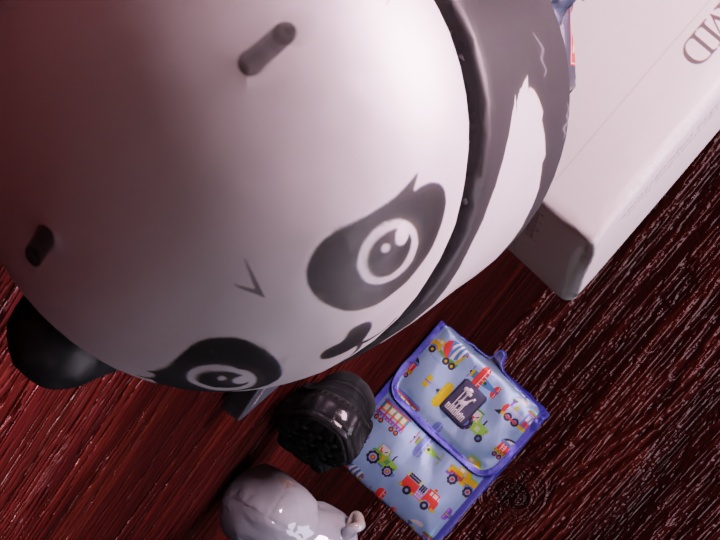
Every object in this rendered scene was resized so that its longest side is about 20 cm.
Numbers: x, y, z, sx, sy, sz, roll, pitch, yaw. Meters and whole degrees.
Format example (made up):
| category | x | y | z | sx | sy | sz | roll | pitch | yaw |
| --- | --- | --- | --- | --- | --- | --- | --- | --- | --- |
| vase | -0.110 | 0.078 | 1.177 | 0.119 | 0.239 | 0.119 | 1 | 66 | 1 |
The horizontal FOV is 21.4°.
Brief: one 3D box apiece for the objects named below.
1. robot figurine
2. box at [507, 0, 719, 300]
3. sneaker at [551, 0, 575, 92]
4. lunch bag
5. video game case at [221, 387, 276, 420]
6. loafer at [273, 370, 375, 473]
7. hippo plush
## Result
| category | x | y | z | sx | sy | sz | roll | pitch | yaw |
| --- | --- | --- | --- | --- | --- | --- | --- | --- | --- |
| robot figurine | -0.015 | -0.039 | 0.482 | 0.200 | 0.124 | 0.151 | -29 | 127 | -70 |
| box | 0.115 | -0.110 | 0.873 | 0.199 | 0.131 | 0.200 | -49 | 173 | -4 |
| sneaker | 0.066 | -0.116 | 0.735 | 0.200 | 0.084 | 0.075 | -51 | 172 | 8 |
| lunch bag | 0.092 | 0.162 | 2.004 | 0.200 | 0.150 | 0.094 | -51 | 172 | 11 |
| video game case | 0.000 | 0.000 | 1.184 | 0.200 | 0.019 | 0.143 | -39 | 168 | -50 |
| loafer | -0.023 | 0.104 | 1.397 | 0.071 | 0.068 | 0.201 | -56 | 179 | -10 |
| hippo plush | -0.059 | 0.239 | 1.446 | 0.161 | 0.200 | 0.159 | -55 | -163 | -20 |
